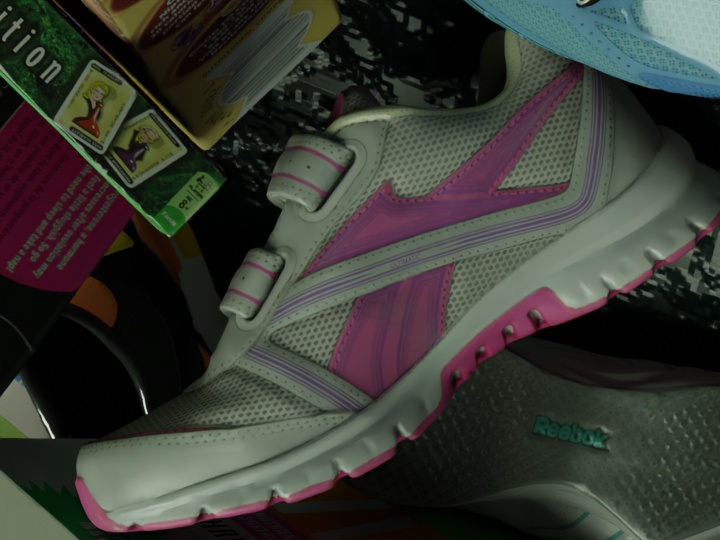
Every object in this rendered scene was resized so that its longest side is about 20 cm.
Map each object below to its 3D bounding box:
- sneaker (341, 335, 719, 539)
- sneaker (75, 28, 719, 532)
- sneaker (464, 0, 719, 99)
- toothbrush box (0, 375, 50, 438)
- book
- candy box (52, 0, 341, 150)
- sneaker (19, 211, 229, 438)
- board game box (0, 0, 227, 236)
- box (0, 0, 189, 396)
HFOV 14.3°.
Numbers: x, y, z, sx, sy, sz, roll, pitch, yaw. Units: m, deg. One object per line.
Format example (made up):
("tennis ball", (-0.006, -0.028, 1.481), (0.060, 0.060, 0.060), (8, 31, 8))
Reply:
("sneaker", (0.076, 0.054, 0.878), (0.200, 0.071, 0.080), (20, -179, -4))
("sneaker", (0.000, 0.000, 0.795), (0.088, 0.200, 0.081), (57, 167, -2))
("sneaker", (0.026, -0.092, 0.689), (0.200, 0.090, 0.078), (29, 116, -17))
("toothbrush box", (-0.179, 0.119, 1.005), (0.086, 0.200, 0.146), (39, 142, -7))
("book", (-0.011, 0.093, 0.854), (0.134, 0.200, 0.048), (34, 111, 40))
("candy box", (-0.070, -0.101, 0.656), (0.117, 0.056, 0.200), (44, 179, 9))
("sneaker", (-0.062, 0.059, 0.942), (0.070, 0.090, 0.200), (-18, 119, 32))
("board game box", (-0.109, -0.086, 0.654), (0.200, 0.023, 0.105), (45, 177, -7))
("box", (-0.128, -0.040, 0.802), (0.132, 0.200, 0.115), (38, 141, -6))
